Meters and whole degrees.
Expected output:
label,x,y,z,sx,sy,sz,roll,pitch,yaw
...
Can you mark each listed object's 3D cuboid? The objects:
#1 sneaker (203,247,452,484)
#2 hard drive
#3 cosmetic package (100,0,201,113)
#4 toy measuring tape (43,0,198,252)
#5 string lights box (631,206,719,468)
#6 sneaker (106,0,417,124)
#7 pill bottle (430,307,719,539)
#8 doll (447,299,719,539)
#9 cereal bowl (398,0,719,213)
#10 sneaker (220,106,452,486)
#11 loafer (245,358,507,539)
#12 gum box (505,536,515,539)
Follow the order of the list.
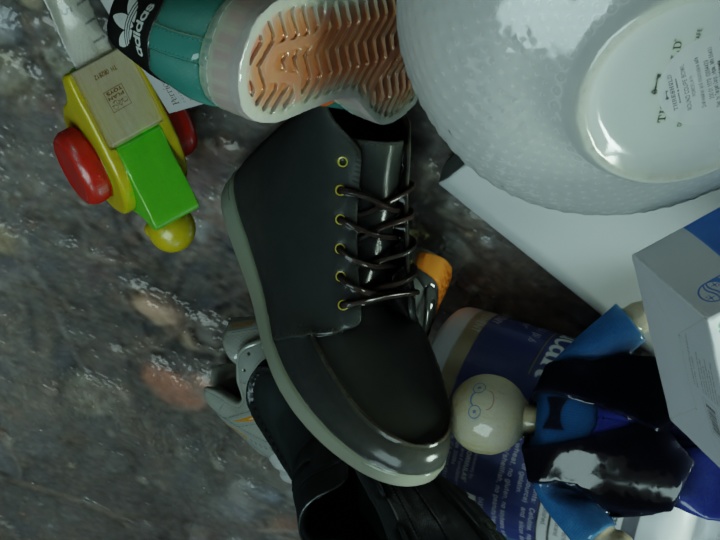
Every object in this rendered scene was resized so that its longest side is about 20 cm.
label,x,y,z,sx,sy,sz,roll,pitch,yaw
sneaker,-0.027,0.044,0.939,0.092,0.076,0.200,34,133,-6
hard drive,0.156,-0.021,0.841,0.200,0.026,0.132,38,133,-16
cosmetic package,-0.095,-0.172,0.772,0.083,0.051,0.200,-12,126,24
toy measuring tape,-0.137,-0.099,0.858,0.074,0.074,0.200,-16,108,31
string lights box,0.224,-0.002,0.731,0.200,0.059,0.103,-28,128,-11
sneaker,-0.031,-0.107,0.736,0.080,0.200,0.071,22,105,23
pill bottle,0.128,0.099,0.883,0.200,0.111,0.111,18,136,17
doll,0.140,0.072,0.803,0.200,0.137,0.048,1,163,19
cereal bowl,0.118,-0.098,0.683,0.200,0.083,0.200,-8,133,-9
sneaker,0.000,0.000,0.818,0.075,0.200,0.106,-7,148,-39
loafer,-0.005,0.108,0.845,0.201,0.070,0.068,43,135,39
gum box,0.075,0.164,0.946,0.200,0.114,0.066,26,139,22
